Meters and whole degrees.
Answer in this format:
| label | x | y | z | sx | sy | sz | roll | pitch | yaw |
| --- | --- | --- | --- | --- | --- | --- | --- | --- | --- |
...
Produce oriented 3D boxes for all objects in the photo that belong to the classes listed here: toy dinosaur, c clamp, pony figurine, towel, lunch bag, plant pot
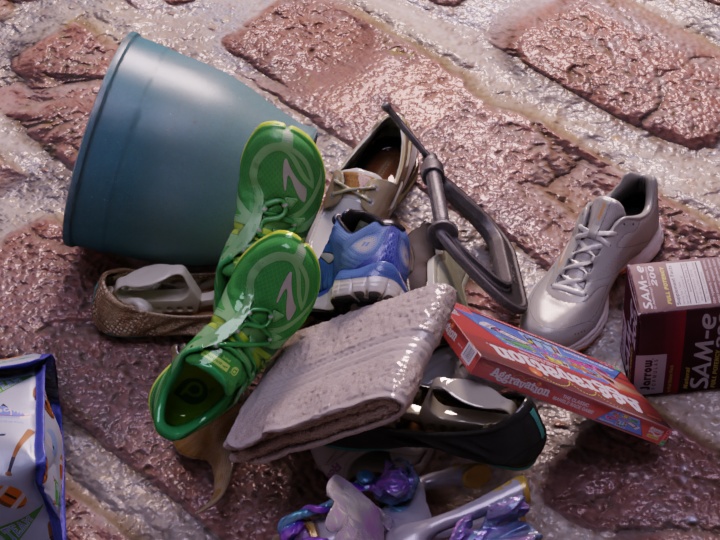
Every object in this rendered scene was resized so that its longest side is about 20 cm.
| label | x | y | z | sx | sy | sz | roll | pitch | yaw |
| --- | --- | --- | --- | --- | --- | --- | --- | --- | --- |
| toy dinosaur | -0.107 | 0.132 | 1.586 | 0.101 | 0.058 | 0.200 | -23 | 41 | 2 |
| c clamp | 0.082 | -0.044 | 1.666 | 0.027 | 0.171 | 0.200 | -40 | 27 | 16 |
| pony figurine | 0.035 | 0.211 | 1.444 | 0.200 | 0.167 | 0.193 | -12 | 15 | -3 |
| towel | -0.019 | 0.080 | 1.475 | 0.200 | 0.034 | 0.133 | -22 | 30 | 40 |
| lunch bag | -0.326 | 0.139 | 1.539 | 0.170 | 0.124 | 0.200 | -7 | 33 | -4 |
| plant pot | -0.144 | -0.088 | 1.704 | 0.188 | 0.200 | 0.200 | 18 | 48 | -1 |

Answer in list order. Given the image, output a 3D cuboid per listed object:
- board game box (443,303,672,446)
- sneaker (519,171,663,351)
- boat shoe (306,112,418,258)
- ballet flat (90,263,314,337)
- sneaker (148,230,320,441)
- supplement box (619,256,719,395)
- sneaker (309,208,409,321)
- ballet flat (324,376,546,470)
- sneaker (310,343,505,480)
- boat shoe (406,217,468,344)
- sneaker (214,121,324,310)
| label | x | y | z | sx | sy | sz | roll | pitch | yaw |
| --- | --- | --- | --- | --- | --- | --- | --- | --- | --- |
| board game box | 0.151 | 0.080 | 1.531 | 0.200 | 0.019 | 0.103 | 22 | 19 | -30 |
| sneaker | 0.199 | -0.014 | 1.668 | 0.076 | 0.092 | 0.200 | 22 | 52 | 23 |
| boat shoe | -0.004 | -0.064 | 1.744 | 0.075 | 0.068 | 0.200 | 12 | 48 | 15 |
| ballet flat | -0.138 | 0.024 | 1.670 | 0.200 | 0.065 | 0.071 | -4 | 44 | -1 |
| sneaker | -0.096 | 0.059 | 1.508 | 0.074 | 0.200 | 0.084 | 33 | 14 | -11 |
| supplement box | 0.322 | 0.042 | 1.595 | 0.200 | 0.109 | 0.061 | -5 | 47 | 0 |
| sneaker | 0.000 | 0.000 | 1.596 | 0.079 | 0.200 | 0.089 | 18 | 76 | -17 |
| ballet flat | 0.047 | 0.105 | 1.484 | 0.200 | 0.068 | 0.068 | 5 | 39 | 16 |
| sneaker | 0.051 | 0.123 | 1.573 | 0.200 | 0.075 | 0.100 | -20 | 63 | -10 |
| boat shoe | 0.055 | 0.016 | 1.636 | 0.061 | 0.072 | 0.201 | -23 | 19 | 12 |
| sneaker | -0.075 | -0.025 | 1.574 | 0.074 | 0.200 | 0.084 | 11 | 23 | -5 |
